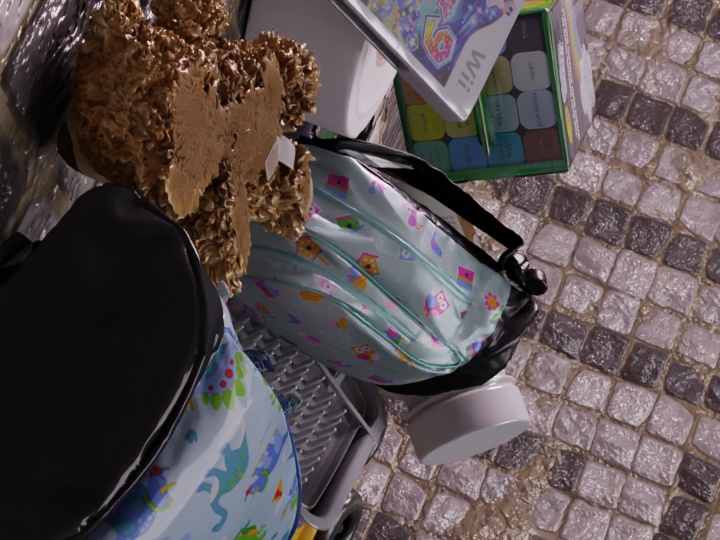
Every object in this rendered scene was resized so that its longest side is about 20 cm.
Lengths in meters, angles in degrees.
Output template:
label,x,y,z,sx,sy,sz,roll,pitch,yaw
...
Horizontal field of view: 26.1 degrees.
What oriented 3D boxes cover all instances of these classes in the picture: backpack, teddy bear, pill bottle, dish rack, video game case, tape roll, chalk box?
label,x,y,z,sx,sy,sz,roll,pitch,yaw
backpack,0.000,0.000,1.018,0.167,0.200,0.127,-9,-129,47
teddy bear,-0.071,-0.061,0.681,0.200,0.067,0.145,-46,135,-63
pill bottle,0.054,0.040,1.185,0.114,0.114,0.200,94,-23,-70
dish rack,-0.060,0.078,1.061,0.044,0.172,0.200,-28,-168,22
backpack,-0.101,0.082,0.637,0.163,0.154,0.200,-54,177,-19
video game case,0.028,-0.192,0.827,0.200,0.018,0.143,40,69,-43
tape roll,-0.001,-0.185,0.939,0.202,0.071,0.203,22,90,-83
chalk box,0.097,-0.140,1.159,0.200,0.124,0.124,-51,134,-64

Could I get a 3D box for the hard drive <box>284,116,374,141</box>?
label,x,y,z,sx,sy,sz,roll,pitch,yaw
hard drive,-0.027,-0.102,1.142,0.200,0.038,0.140,98,15,-69

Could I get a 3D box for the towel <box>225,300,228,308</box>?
label,x,y,z,sx,sy,sz,roll,pitch,yaw
towel,-0.112,0.091,0.848,0.200,0.022,0.145,98,17,-59

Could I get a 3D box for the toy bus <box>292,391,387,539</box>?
label,x,y,z,sx,sy,sz,roll,pitch,yaw
toy bus,-0.088,0.162,1.200,0.192,0.136,0.200,-26,138,-57
